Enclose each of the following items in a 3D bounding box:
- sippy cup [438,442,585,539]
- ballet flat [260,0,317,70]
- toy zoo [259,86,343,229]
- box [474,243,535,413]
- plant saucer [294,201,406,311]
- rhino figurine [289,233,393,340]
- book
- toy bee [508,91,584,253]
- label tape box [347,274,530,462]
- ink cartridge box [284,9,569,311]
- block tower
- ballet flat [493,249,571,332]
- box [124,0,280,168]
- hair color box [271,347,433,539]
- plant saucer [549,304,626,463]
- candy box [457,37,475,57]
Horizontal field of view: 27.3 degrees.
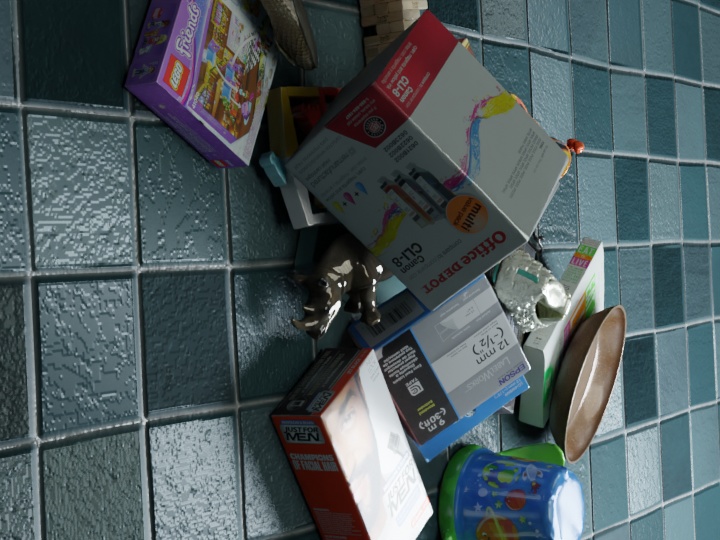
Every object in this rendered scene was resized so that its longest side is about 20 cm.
[{"bbox_3d":[0.173,0.264,1.638,0.139,0.129,0.180,36,58,-50],"label":"sippy cup"},{"bbox_3d":[-0.087,-0.252,1.283,0.068,0.046,0.201,-104,169,-48],"label":"ballet flat"},{"bbox_3d":[-0.031,-0.111,1.429,0.199,0.020,0.133,-9,87,-57],"label":"toy zoo"},{"bbox_3d":[0.131,0.042,1.660,0.157,0.049,0.203,34,61,-52],"label":"box"},{"bbox_3d":[0.000,0.000,1.490,0.200,0.019,0.071,34,60,-50],"label":"plant saucer"},{"bbox_3d":[-0.003,0.003,1.417,0.199,0.059,0.088,-34,125,-40],"label":"rhino figurine"},{"bbox_3d":[0.242,0.072,1.798,0.201,0.048,0.135,-55,153,-39],"label":"book"},{"bbox_3d":[0.196,-0.141,1.715,0.108,0.131,0.201,-34,132,-6],"label":"toy bee"},{"bbox_3d":[0.094,0.102,1.517,0.142,0.066,0.201,-34,121,-6],"label":"label tape box"},{"bbox_3d":[0.064,-0.099,1.367,0.200,0.145,0.145,43,42,-10],"label":"ink cartridge box"},{"bbox_3d":[0.036,-0.255,1.528,0.054,0.057,0.203,-17,101,-57],"label":"block tower"},{"bbox_3d":[0.192,0.030,1.598,0.200,0.071,0.073,32,60,-69],"label":"ballet flat"},{"bbox_3d":[-0.125,-0.210,1.291,0.137,0.039,0.202,42,54,-48],"label":"box"},{"bbox_3d":[-0.004,0.188,1.431,0.111,0.063,0.202,-49,127,-45],"label":"hair color box"},{"bbox_3d":[0.274,0.134,1.814,0.200,0.036,0.202,-46,146,-45],"label":"plant saucer"},{"bbox_3d":[0.104,-0.119,1.509,0.117,0.056,0.202,-50,123,-45],"label":"candy box"}]
